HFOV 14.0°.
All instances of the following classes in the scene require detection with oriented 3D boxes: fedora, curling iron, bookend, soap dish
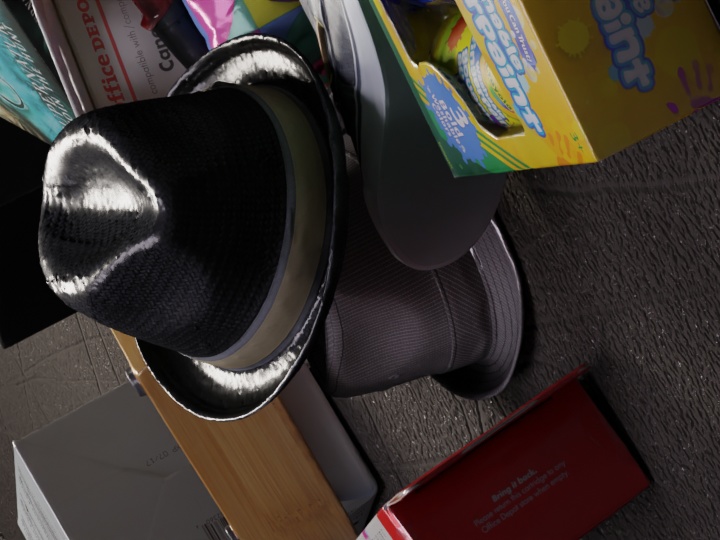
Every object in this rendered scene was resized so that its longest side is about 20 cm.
[{"bbox_3d":[0.000,0.000,1.489,0.177,0.090,0.200,61,165,2],"label":"fedora"},{"bbox_3d":[-0.101,-0.126,1.425,0.200,0.026,0.050,52,-158,-38],"label":"curling iron"},{"bbox_3d":[-0.300,-0.077,2.332,0.199,0.092,0.200,56,165,28],"label":"bookend"},{"bbox_3d":[-0.089,-0.023,1.345,0.200,0.091,0.201,-14,74,58],"label":"fedora"},{"bbox_3d":[-0.077,0.046,1.536,0.158,0.081,0.200,60,176,-30],"label":"soap dish"}]

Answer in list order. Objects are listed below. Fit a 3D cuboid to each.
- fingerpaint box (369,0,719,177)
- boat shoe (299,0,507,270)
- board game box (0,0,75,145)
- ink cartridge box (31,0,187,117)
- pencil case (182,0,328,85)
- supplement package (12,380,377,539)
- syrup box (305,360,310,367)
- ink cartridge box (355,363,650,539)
[{"bbox_3d":[0.047,-0.140,1.131,0.200,0.073,0.167,64,165,-8],"label":"fingerpaint box"},{"bbox_3d":[0.013,-0.101,1.333,0.091,0.071,0.201,47,153,50],"label":"boat shoe"},{"bbox_3d":[-0.197,-0.132,1.559,0.135,0.028,0.200,29,161,33],"label":"board game box"},{"bbox_3d":[-0.114,-0.140,1.516,0.200,0.067,0.117,-88,-20,-61],"label":"ink cartridge box"},{"bbox_3d":[-0.065,-0.177,1.417,0.200,0.088,0.088,62,165,-3],"label":"pencil case"},{"bbox_3d":[-0.112,0.156,1.931,0.147,0.191,0.200,59,165,15],"label":"supplement package"},{"bbox_3d":[-0.073,-0.033,1.690,0.079,0.081,0.200,48,160,47],"label":"syrup box"},{"bbox_3d":[0.065,0.120,1.430,0.067,0.116,0.200,54,164,7],"label":"ink cartridge box"}]
